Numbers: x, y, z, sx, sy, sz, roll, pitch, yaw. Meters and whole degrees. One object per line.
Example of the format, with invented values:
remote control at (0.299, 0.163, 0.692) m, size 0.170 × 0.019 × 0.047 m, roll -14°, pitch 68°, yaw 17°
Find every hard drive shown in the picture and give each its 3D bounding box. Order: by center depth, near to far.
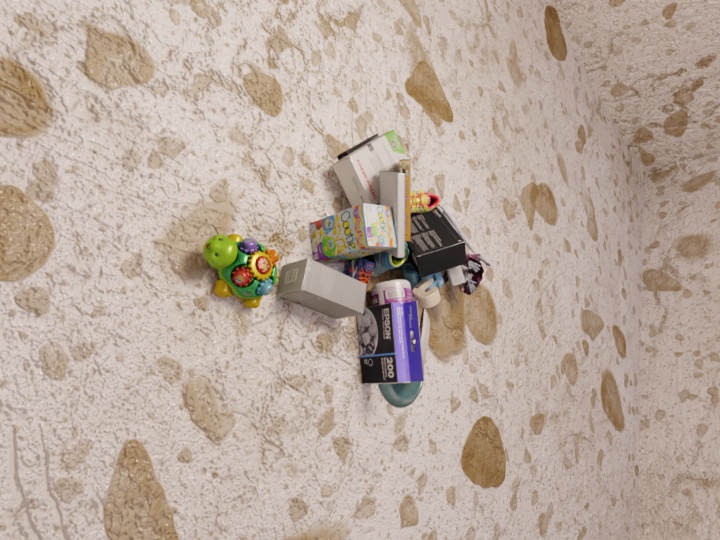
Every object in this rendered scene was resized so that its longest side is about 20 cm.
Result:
hard drive at (0.078, -0.144, 1.364) m, size 0.026 × 0.132 × 0.203 m, roll -5°, pitch 104°, yaw -17°

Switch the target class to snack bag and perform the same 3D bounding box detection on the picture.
snack bag at (0.276, -0.153, 1.714) m, size 0.200 × 0.021 × 0.189 m, roll 48°, pitch 6°, yaw -30°

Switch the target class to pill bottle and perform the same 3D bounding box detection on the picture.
pill bottle at (0.096, 0.134, 1.469) m, size 0.112 × 0.112 × 0.203 m, roll 4°, pitch 73°, yaw -45°

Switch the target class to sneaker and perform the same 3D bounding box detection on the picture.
sneaker at (0.000, 0.000, 1.438) m, size 0.075 × 0.078 × 0.203 m, roll 18°, pitch 68°, yaw -41°
sneaker at (0.089, -0.081, 1.511) m, size 0.079 × 0.130 × 0.202 m, roll 33°, pitch 58°, yaw -36°
sneaker at (0.154, -0.201, 1.571) m, size 0.199 × 0.090 × 0.079 m, roll -12°, pitch 90°, yaw -43°

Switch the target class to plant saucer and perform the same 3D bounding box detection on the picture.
plant saucer at (0.120, 0.281, 1.531) m, size 0.199 × 0.027 × 0.203 m, roll 14°, pitch 70°, yaw -43°

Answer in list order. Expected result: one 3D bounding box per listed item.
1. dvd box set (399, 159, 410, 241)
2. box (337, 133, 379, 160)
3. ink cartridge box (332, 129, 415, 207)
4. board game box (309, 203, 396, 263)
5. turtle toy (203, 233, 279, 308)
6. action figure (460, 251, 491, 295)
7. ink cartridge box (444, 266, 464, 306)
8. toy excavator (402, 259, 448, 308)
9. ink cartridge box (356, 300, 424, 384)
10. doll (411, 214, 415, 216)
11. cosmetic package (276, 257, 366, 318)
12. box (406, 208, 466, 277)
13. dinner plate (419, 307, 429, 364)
dvd box set at (0.117, -0.185, 1.411) m, size 0.146 × 0.029 × 0.203 m, roll -64°, pitch 153°, yaw -78°
box at (0.036, -0.272, 1.565) m, size 0.160 × 0.044 × 0.202 m, roll -39°, pitch 108°, yaw -42°
ink cartridge box at (0.038, -0.269, 1.473) m, size 0.200 × 0.084 × 0.147 m, roll -38°, pitch 108°, yaw -37°
board game box at (-0.021, -0.088, 1.349) m, size 0.102 × 0.199 × 0.106 m, roll 0°, pitch 79°, yaw -45°
turtle toy at (-0.252, -0.012, 1.164) m, size 0.199 × 0.100 × 0.147 m, roll 26°, pitch 62°, yaw -39°
action figure at (0.332, -0.006, 1.757) m, size 0.148 × 0.134 × 0.200 m, roll 36°, pitch 16°, yaw -14°
ink cartridge box at (0.266, -0.018, 1.634) m, size 0.201 × 0.043 × 0.175 m, roll -105°, pitch 172°, yaw -54°
toy excavator at (0.176, 0.034, 1.534) m, size 0.200 × 0.193 × 0.101 m, roll -42°, pitch 121°, yaw -36°
ink cartridge box at (0.071, 0.185, 1.378) m, size 0.043 × 0.199 × 0.201 m, roll 3°, pitch 77°, yaw -40°
doll at (0.174, -0.116, 1.667) m, size 0.136 × 0.048 × 0.203 m, roll -13°, pitch 90°, yaw -46°
cosmetic package at (-0.090, 0.047, 1.315) m, size 0.199 × 0.106 × 0.091 m, roll 27°, pitch 61°, yaw -37°
box at (0.193, -0.080, 1.525) m, size 0.201 × 0.140 × 0.080 m, roll -115°, pitch -173°, yaw -54°
dinner plate at (0.166, 0.195, 1.470) m, size 0.200 × 0.024 × 0.203 m, roll 9°, pitch 90°, yaw -87°
